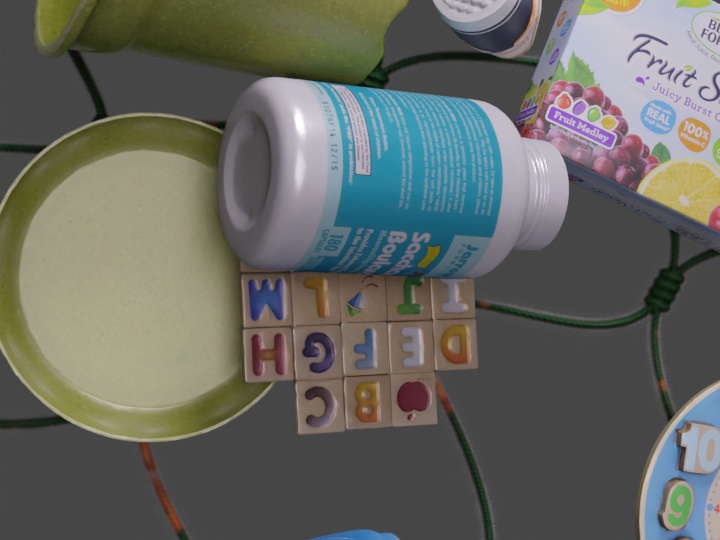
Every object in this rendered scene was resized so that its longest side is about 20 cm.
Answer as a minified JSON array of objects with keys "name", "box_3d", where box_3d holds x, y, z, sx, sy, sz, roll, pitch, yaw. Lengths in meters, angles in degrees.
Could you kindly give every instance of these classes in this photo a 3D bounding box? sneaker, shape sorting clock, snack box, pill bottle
[{"name":"sneaker","box_3d":[0.067,-0.225,0.984,0.078,0.079,0.201,-16,65,19]},{"name":"shape sorting clock","box_3d":[0.279,0.165,1.026,0.199,0.039,0.201,1,85,-13]},{"name":"snack box","box_3d":[0.215,-0.105,1.019,0.200,0.053,0.143,24,81,-11]},{"name":"pill bottle","box_3d":[0.023,-0.051,0.915,0.199,0.111,0.111,3,86,-27]}]

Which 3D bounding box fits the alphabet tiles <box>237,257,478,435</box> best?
[{"name":"alphabet tiles","box_3d":[0.000,0.000,0.964,0.166,0.006,0.201,-1,86,-28]}]

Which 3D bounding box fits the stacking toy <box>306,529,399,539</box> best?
[{"name":"stacking toy","box_3d":[-0.011,0.268,0.932,0.109,0.116,0.201,-11,101,-11]}]

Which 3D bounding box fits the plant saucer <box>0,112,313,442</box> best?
[{"name":"plant saucer","box_3d":[-0.129,0.005,0.943,0.199,0.031,0.201,1,86,-14]}]

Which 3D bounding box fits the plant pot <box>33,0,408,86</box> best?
[{"name":"plant pot","box_3d":[-0.071,-0.193,0.899,0.184,0.200,0.201,17,83,-23]}]
